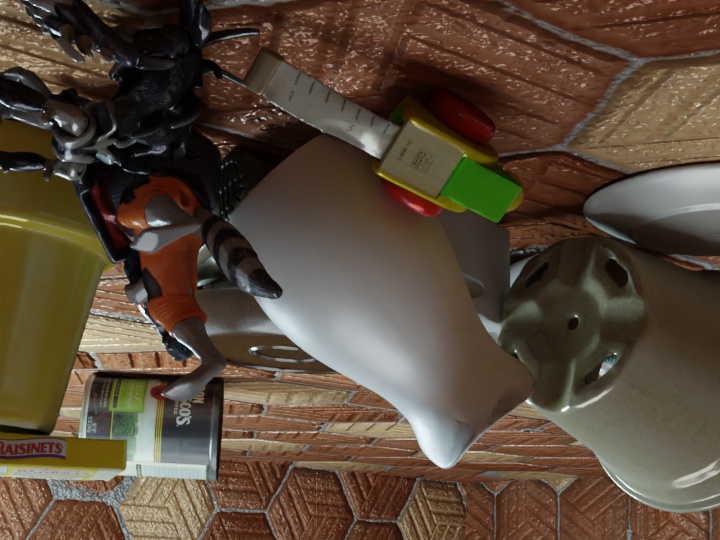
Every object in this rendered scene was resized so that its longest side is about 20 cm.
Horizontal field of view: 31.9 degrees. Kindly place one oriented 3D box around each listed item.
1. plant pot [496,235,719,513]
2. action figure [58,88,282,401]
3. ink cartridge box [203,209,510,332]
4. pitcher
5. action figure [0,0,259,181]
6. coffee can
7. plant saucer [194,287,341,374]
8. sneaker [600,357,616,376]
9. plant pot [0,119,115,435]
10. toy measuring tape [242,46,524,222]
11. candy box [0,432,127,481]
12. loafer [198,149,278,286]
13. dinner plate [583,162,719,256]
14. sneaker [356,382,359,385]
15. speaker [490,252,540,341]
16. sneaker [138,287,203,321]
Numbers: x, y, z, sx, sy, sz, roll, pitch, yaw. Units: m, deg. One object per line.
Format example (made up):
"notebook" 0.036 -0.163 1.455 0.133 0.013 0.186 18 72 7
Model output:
"plant pot" 0.208 0.064 0.960 0.199 0.202 0.183 -11 153 43
"action figure" -0.104 -0.015 0.755 0.104 0.194 0.201 -20 130 2
"ink cartridge box" 0.000 0.000 0.980 0.199 0.085 0.144 -6 164 33
"pitcher" 0.012 0.018 0.807 0.121 0.200 0.172 -41 179 -3
"action figure" -0.143 -0.088 0.608 0.200 0.102 0.119 -35 161 -40
"coffee can" -0.305 0.233 1.862 0.198 0.148 0.146 3 167 -4
"plant saucer" -0.056 0.050 0.956 0.198 0.032 0.200 4 165 1
"sneaker" 0.256 0.060 1.257 0.091 0.078 0.199 -24 159 28
"plant pot" -0.267 0.014 0.864 0.199 0.191 0.201 2 166 1
"toy measuring tape" 0.014 -0.081 0.705 0.199 0.074 0.073 24 157 -32
"candy box" -0.264 0.125 0.857 0.198 0.027 0.102 6 163 -16
"loafer" -0.098 -0.026 0.909 0.067 0.077 0.200 16 162 -25
"dinner plate" 0.263 -0.037 0.919 0.198 0.024 0.200 2 168 0
"sneaker" 0.034 0.080 1.134 0.199 0.089 0.077 24 149 26
"speaker" 0.126 0.042 1.144 0.081 0.082 0.200 8 166 -22
"sneaker" -0.109 0.033 1.168 0.199 0.078 0.082 14 156 -41
